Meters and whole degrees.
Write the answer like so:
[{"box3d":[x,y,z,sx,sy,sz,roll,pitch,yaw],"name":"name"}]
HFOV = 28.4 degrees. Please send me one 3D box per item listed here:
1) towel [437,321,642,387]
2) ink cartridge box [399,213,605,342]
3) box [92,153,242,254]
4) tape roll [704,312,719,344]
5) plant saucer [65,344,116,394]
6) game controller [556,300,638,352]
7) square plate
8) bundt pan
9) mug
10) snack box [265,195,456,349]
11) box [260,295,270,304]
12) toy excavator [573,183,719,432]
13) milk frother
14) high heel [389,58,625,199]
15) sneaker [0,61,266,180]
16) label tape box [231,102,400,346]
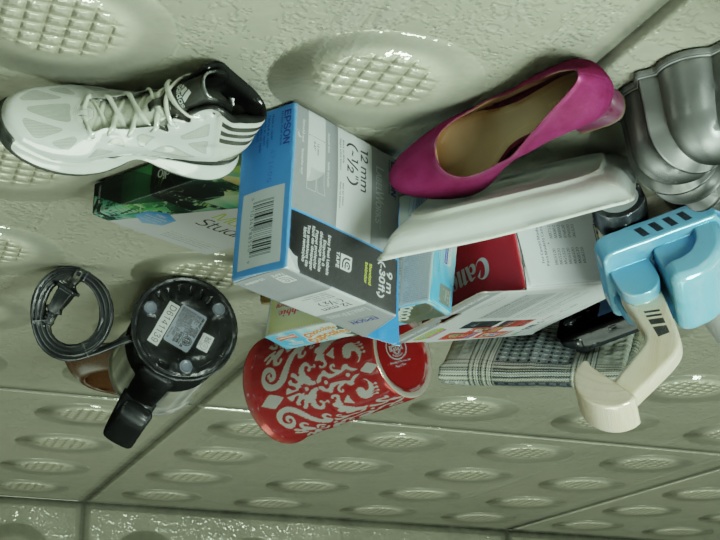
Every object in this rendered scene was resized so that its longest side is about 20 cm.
[{"box3d":[0.195,0.066,1.476,0.192,0.035,0.200,0,-158,19],"name":"towel"},{"box3d":[0.134,0.004,1.341,0.175,0.084,0.200,-4,165,-27],"name":"ink cartridge box"},{"box3d":[-0.120,-0.065,1.266,0.200,0.036,0.144,-16,156,39],"name":"box"},{"box3d":[0.382,-0.007,1.231,0.203,0.037,0.203,-38,179,-1],"name":"tape roll"},{"box3d":[-0.295,0.138,1.898,0.200,0.032,0.200,1,161,0],"name":"plant saucer"},{"box3d":[0.289,0.024,1.400,0.200,0.104,0.042,-22,110,19],"name":"game controller"},{"box3d":[0.123,-0.058,1.148,0.200,0.028,0.198,-13,-171,14],"name":"square plate"},{"box3d":[0.298,-0.099,1.084,0.202,0.076,0.202,0,162,0],"name":"bundt pan"},{"box3d":[-0.017,0.107,1.704,0.200,0.178,0.133,-20,116,38],"name":"mug"},{"box3d":[0.000,0.000,1.325,0.200,0.116,0.037,-14,149,38],"name":"snack box"},{"box3d":[-0.001,0.036,1.499,0.163,0.021,0.200,7,178,-21],"name":"box"},{"box3d":[0.244,0.022,1.165,0.194,0.200,0.100,-21,133,0],"name":"toy excavator"},{"box3d":[-0.264,0.077,1.594,0.200,0.180,0.188,46,155,1],"name":"milk frother"},{"box3d":[0.096,-0.110,1.072,0.200,0.067,0.096,-24,162,22],"name":"high heel"},{"box3d":[-0.164,-0.125,1.058,0.200,0.076,0.115,2,155,-30],"name":"sneaker"},{"box3d":[-0.012,-0.033,1.175,0.066,0.143,0.200,-17,152,39],"name":"label tape box"}]
